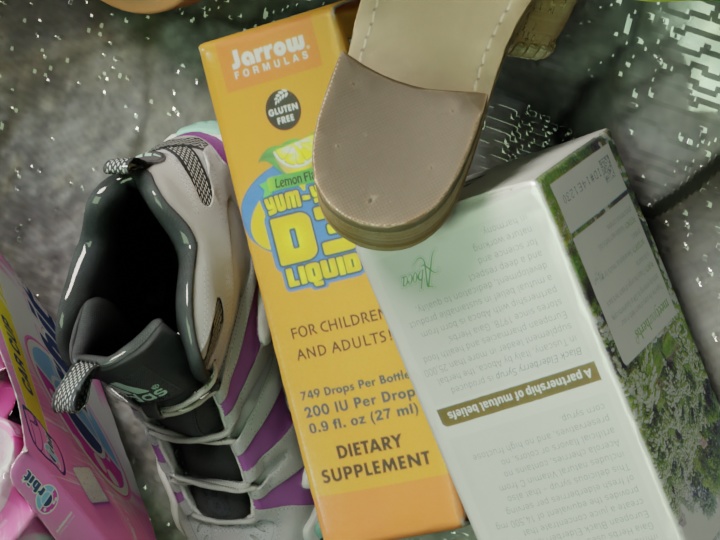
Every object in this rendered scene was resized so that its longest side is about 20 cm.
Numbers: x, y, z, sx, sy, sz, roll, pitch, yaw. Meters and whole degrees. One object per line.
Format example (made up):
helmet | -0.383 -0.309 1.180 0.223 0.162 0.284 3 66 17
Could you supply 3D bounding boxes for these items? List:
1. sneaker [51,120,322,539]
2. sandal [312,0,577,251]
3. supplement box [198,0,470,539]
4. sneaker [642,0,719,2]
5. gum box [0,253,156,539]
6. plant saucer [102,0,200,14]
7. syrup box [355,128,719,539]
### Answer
sneaker | -0.075 0.049 0.811 0.077 0.140 0.202 -6 98 24
sandal | 0.039 -0.095 0.748 0.077 0.070 0.213 21 70 10
supplement box | 0.000 0.000 0.806 0.066 0.069 0.202 -14 91 27
sneaker | 0.086 -0.163 0.707 0.074 0.083 0.201 -40 51 35
gum box | -0.137 0.072 0.803 0.066 0.200 0.114 -33 125 1
plant saucer | -0.103 -0.195 0.792 0.200 0.032 0.202 33 133 43
syrup box | 0.081 0.060 0.755 0.081 0.079 0.202 -18 98 30
